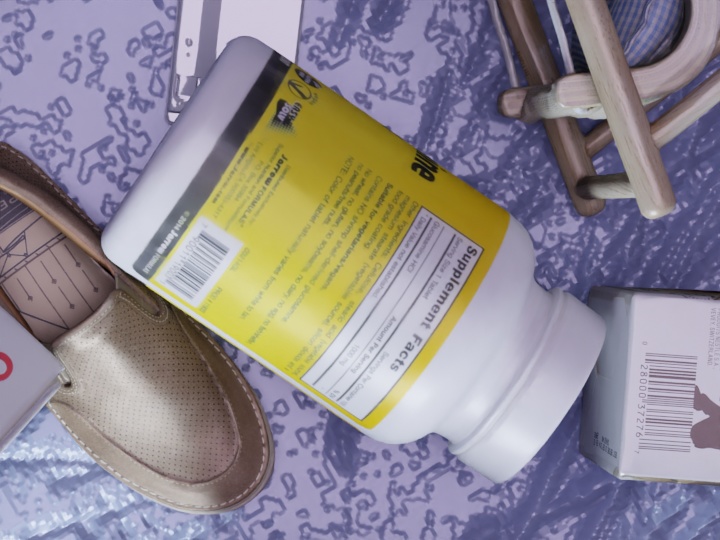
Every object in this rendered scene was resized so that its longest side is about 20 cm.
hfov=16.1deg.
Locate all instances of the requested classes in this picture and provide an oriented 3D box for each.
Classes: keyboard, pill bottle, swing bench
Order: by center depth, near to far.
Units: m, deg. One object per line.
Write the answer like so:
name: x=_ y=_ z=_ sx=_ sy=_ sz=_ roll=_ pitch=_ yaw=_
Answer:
swing bench: x=0.093 y=-0.137 z=1.033 sx=0.129 sy=0.199 sz=0.200 roll=-38 pitch=93 yaw=-2
pill bottle: x=0.000 y=0.000 z=1.071 sx=0.199 sy=0.112 sz=0.113 roll=35 pitch=89 yaw=-7
keyboard: x=-0.048 y=-0.162 z=1.119 sx=0.056 sy=0.011 sz=0.202 roll=6 pitch=91 yaw=-9

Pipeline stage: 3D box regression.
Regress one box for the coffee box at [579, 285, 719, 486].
coffee box: x=0.201 y=0.052 z=1.086 sx=0.198 sy=0.113 sz=0.081 roll=4 pitch=91 yaw=-4

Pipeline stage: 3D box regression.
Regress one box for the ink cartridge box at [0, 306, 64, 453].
ink cartridge box: x=-0.246 y=0.035 z=1.044 sx=0.200 sy=0.083 sz=0.145 roll=43 pitch=56 yaw=-3

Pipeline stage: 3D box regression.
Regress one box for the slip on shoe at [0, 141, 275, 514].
slip on shoe: x=-0.113 y=0.026 z=1.091 sx=0.076 sy=0.061 sz=0.200 roll=-38 pitch=93 yaw=-2
